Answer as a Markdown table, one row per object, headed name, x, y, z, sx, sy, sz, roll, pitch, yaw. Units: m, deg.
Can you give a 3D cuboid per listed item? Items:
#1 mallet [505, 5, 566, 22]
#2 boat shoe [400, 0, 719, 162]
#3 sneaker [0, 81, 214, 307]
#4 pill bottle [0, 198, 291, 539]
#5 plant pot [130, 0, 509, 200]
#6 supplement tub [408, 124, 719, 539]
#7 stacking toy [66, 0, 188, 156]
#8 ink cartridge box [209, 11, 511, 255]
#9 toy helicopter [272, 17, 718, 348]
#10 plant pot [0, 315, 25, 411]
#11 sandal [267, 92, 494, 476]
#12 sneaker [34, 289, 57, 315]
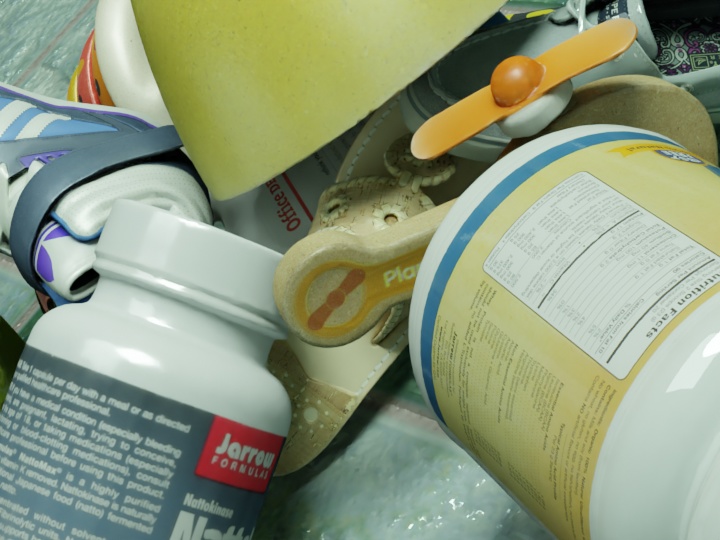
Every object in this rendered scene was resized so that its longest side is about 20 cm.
| name | x | y | z | sx | sy | sz | roll | pitch | yaw |
| --- | --- | --- | --- | --- | --- | --- | --- | --- | --- |
| mallet | 0.073 | -0.124 | 0.944 | 0.199 | 0.041 | 0.066 | 6 | 53 | 42 |
| boat shoe | 0.116 | -0.099 | 0.766 | 0.200 | 0.072 | 0.070 | -7 | 61 | -4 |
| sneaker | -0.169 | -0.033 | 0.834 | 0.199 | 0.081 | 0.147 | 3 | 25 | -16 |
| pill bottle | -0.096 | 0.079 | 0.736 | 0.119 | 0.119 | 0.201 | 14 | 83 | 50 |
| plant pot | -0.030 | -0.149 | 0.798 | 0.200 | 0.142 | 0.200 | -35 | 11 | 8 |
| supplement tub | 0.119 | 0.044 | 0.607 | 0.145 | 0.145 | 0.200 | -42 | 34 | -4 |
| stacking toy | -0.131 | -0.099 | 1.055 | 0.200 | 0.146 | 0.146 | -26 | 32 | 51 |
| ink cartridge box | 0.011 | -0.042 | 0.876 | 0.200 | 0.068 | 0.115 | -37 | 33 | 3 |
| toy helicopter | 0.057 | -0.026 | 0.716 | 0.199 | 0.133 | 0.079 | -20 | 32 | -13 |
| plant pot | -0.300 | 0.094 | 0.907 | 0.199 | 0.199 | 0.182 | -30 | 40 | 13 |
| sandal | 0.005 | 0.003 | 0.779 | 0.212 | 0.077 | 0.070 | -59 | 1 | 3 |
| sneaker | -0.156 | -0.006 | 0.970 | 0.079 | 0.095 | 0.200 | -41 | 32 | 0 |
